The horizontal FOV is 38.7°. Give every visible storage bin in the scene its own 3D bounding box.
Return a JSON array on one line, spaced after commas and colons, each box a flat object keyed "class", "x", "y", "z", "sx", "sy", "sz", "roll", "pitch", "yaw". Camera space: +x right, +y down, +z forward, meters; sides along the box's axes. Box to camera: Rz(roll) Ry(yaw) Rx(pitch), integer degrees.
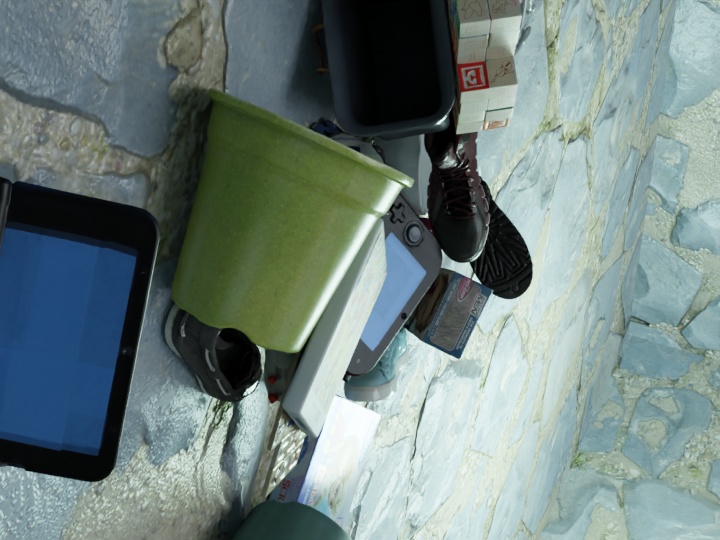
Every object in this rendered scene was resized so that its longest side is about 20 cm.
[{"class": "storage bin", "x": 0.030, "y": -0.230, "z": 1.086, "sx": 0.134, "sy": 0.143, "sz": 0.204, "roll": 25, "pitch": 57, "yaw": -76}]

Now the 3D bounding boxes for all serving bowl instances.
[{"class": "serving bowl", "x": 0.056, "y": -0.171, "z": 1.250, "sx": 0.200, "sy": 0.065, "sz": 0.204, "roll": 5, "pitch": 90, "yaw": -79}]

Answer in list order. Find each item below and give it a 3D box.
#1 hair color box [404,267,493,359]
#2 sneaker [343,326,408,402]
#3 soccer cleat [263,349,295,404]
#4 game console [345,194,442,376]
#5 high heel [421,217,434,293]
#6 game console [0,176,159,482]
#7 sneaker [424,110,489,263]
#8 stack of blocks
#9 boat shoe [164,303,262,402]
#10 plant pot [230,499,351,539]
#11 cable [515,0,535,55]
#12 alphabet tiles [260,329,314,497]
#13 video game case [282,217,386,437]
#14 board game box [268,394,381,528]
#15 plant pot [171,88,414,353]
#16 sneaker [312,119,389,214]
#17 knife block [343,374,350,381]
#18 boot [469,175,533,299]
[{"class": "hair color box", "x": 0.112, "y": 0.051, "z": 1.385, "sx": 0.101, "sy": 0.060, "sz": 0.200, "roll": -64, "pitch": -174, "yaw": 0}, {"class": "sneaker", "x": 0.017, "y": 0.109, "z": 1.362, "sx": 0.200, "sy": 0.073, "sz": 0.083, "roll": -57, "pitch": 141, "yaw": -71}, {"class": "soccer cleat", "x": -0.073, "y": 0.052, "z": 1.072, "sx": 0.078, "sy": 0.068, "sz": 0.202, "roll": -82, "pitch": 180, "yaw": -53}, {"class": "game console", "x": 0.000, "y": 0.000, "z": 1.175, "sx": 0.201, "sy": 0.031, "sz": 0.177, "roll": -54, "pitch": 125, "yaw": -20}, {"class": "high heel", "x": 0.094, "y": -0.015, "z": 1.427, "sx": 0.200, "sy": 0.095, "sz": 0.068, "roll": -43, "pitch": 143, "yaw": -50}, {"class": "game console", "x": -0.240, "y": 0.046, "z": 0.668, "sx": 0.170, "sy": 0.117, "sz": 0.203, "roll": -7, "pitch": 111, "yaw": -66}, {"class": "sneaker", "x": 0.101, "y": -0.105, "z": 1.188, "sx": 0.115, "sy": 0.074, "sz": 0.204, "roll": -24, "pitch": 108, "yaw": -73}, {"class": "stack of blocks", "x": 0.118, "y": -0.227, "z": 1.010, "sx": 0.200, "sy": 0.058, "sz": 0.117, "roll": 78, "pitch": 5, "yaw": -76}, {"class": "boat shoe", "x": -0.131, "y": 0.091, "z": 1.025, "sx": 0.068, "sy": 0.056, "sz": 0.200, "roll": -68, "pitch": 157, "yaw": -18}, {"class": "plant pot", "x": -0.100, "y": 0.379, "z": 1.140, "sx": 0.197, "sy": 0.197, "sz": 0.203, "roll": -58, "pitch": 154, "yaw": -48}, {"class": "cable", "x": 0.178, "y": -0.366, "z": 1.430, "sx": 0.201, "sy": 0.068, "sz": 0.201, "roll": -58, "pitch": 152, "yaw": -32}, {"class": "alphabet tiles", "x": -0.058, "y": 0.132, "z": 1.076, "sx": 0.167, "sy": 0.007, "sz": 0.203, "roll": -33, "pitch": 141, "yaw": -72}, {"class": "video game case", "x": -0.020, "y": 0.062, "z": 1.038, "sx": 0.182, "sy": 0.023, "sz": 0.202, "roll": 80, "pitch": 32, "yaw": -74}, {"class": "board game box", "x": -0.049, "y": 0.266, "z": 1.350, "sx": 0.199, "sy": 0.041, "sz": 0.203, "roll": 37, "pitch": 71, "yaw": -66}, {"class": "plant pot", "x": -0.078, "y": -0.036, "z": 0.917, "sx": 0.187, "sy": 0.198, "sz": 0.200, "roll": -66, "pitch": 157, "yaw": 4}, {"class": "sneaker", "x": -0.029, "y": -0.087, "z": 1.072, "sx": 0.200, "sy": 0.114, "sz": 0.081, "roll": -51, "pitch": 147, "yaw": -43}, {"class": "knife block", "x": -0.005, "y": 0.042, "z": 1.280, "sx": 0.200, "sy": 0.063, "sz": 0.178, "roll": -30, "pitch": 132, "yaw": -60}, {"class": "boot", "x": 0.165, "y": -0.065, "z": 1.416, "sx": 0.213, "sy": 0.079, "sz": 0.158, "roll": 60, "pitch": 6, "yaw": -2}]
